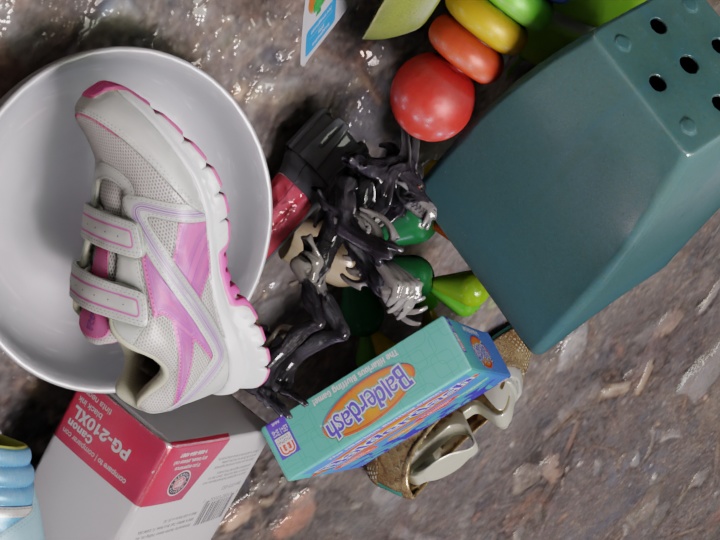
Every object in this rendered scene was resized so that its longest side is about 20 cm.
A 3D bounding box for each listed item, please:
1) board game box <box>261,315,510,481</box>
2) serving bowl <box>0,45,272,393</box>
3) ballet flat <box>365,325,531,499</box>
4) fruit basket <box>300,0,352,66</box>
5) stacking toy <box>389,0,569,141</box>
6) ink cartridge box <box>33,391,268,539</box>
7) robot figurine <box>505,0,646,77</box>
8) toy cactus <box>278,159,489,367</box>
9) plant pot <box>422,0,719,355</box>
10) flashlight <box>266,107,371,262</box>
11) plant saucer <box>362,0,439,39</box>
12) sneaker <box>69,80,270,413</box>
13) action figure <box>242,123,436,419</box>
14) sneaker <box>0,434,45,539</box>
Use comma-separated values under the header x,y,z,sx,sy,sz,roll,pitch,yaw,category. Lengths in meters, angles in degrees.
x,y,z,sx,sy,sz,roll,pitch,yaw,category
0.027,0.097,0.933,0.151,0.045,0.200,-32,167,10,board game box
-0.152,-0.033,0.745,0.198,0.065,0.204,-10,107,-35,serving bowl
0.094,0.129,1.097,0.200,0.065,0.071,-42,138,-11,ballet flat
0.021,-0.237,0.698,0.186,0.093,0.201,-58,163,-30,fruit basket
0.086,-0.167,0.758,0.085,0.086,0.201,18,116,-46,stacking toy
-0.166,0.174,0.853,0.202,0.084,0.144,-60,159,10,ink cartridge box
0.157,-0.225,0.848,0.175,0.115,0.202,-32,153,-52,robot figurine
0.020,-0.010,0.920,0.163,0.103,0.201,16,136,-22,toy cactus
0.155,-0.074,0.781,0.140,0.142,0.200,-30,166,-29,plant pot
-0.076,-0.022,0.839,0.200,0.068,0.068,-48,130,-3,flashlight
0.061,-0.220,0.740,0.031,0.200,0.202,28,101,-5,plant saucer
-0.118,-0.003,0.686,0.088,0.081,0.203,-31,117,-28,sneaker
0.000,0.000,0.809,0.202,0.101,0.119,-56,165,4,action figure
-0.286,0.143,0.748,0.196,0.079,0.133,-4,93,-15,sneaker
